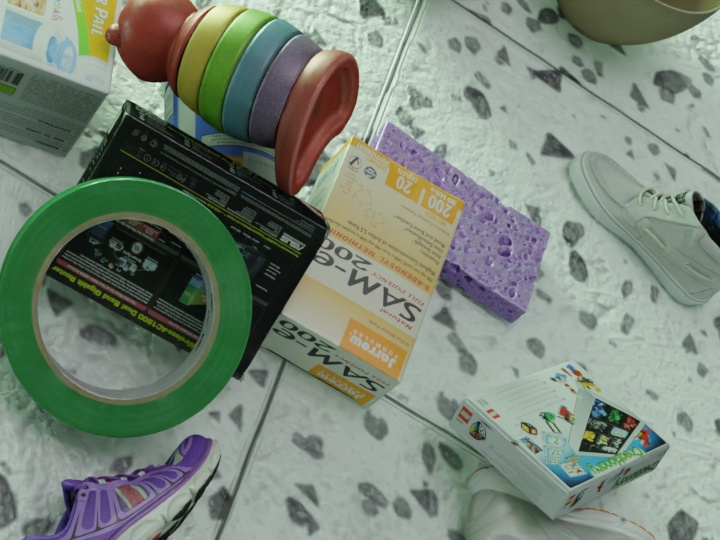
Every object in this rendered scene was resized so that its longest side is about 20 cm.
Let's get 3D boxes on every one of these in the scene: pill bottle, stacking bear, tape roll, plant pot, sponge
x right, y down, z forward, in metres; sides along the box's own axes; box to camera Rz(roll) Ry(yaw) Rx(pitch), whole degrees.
[{"bbox_3d":[-0.118,-0.131,1.713,0.111,0.112,0.202,15,54,-25],"label":"pill bottle"},{"bbox_3d":[-0.113,-0.170,1.612,0.199,0.114,0.122,26,57,13],"label":"stacking bear"},{"bbox_3d":[-0.185,0.028,1.527,0.198,0.048,0.203,-1,95,-13],"label":"tape roll"},{"bbox_3d":[0.285,-0.321,2.095,0.199,0.134,0.202,17,52,-23],"label":"plant pot"},{"bbox_3d":[0.084,-0.046,1.849,0.199,0.030,0.112,34,48,-11],"label":"sponge"}]

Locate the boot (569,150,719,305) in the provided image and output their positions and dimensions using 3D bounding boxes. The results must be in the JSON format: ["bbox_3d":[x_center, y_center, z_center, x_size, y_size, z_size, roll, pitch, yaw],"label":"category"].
[{"bbox_3d":[0.307,-0.062,1.965,0.200,0.096,0.074,46,47,0],"label":"boot"}]

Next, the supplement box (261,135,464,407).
[{"bbox_3d":[0.000,0.000,1.714,0.125,0.073,0.201,29,58,-14],"label":"supplement box"}]

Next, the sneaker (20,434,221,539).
[{"bbox_3d":[-0.183,0.178,1.491,0.083,0.081,0.200,45,47,8],"label":"sneaker"}]

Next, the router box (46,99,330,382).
[{"bbox_3d":[-0.145,-0.024,1.596,0.199,0.151,0.062,30,11,-14],"label":"router box"}]

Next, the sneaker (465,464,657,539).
[{"bbox_3d":[0.174,0.251,1.695,0.198,0.076,0.093,24,57,-9],"label":"sneaker"}]

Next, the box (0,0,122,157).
[{"bbox_3d":[-0.272,-0.219,1.673,0.112,0.101,0.202,19,52,-23],"label":"box"}]

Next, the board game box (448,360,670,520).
[{"bbox_3d":[0.180,0.146,1.726,0.126,0.035,0.199,42,28,22],"label":"board game box"}]
